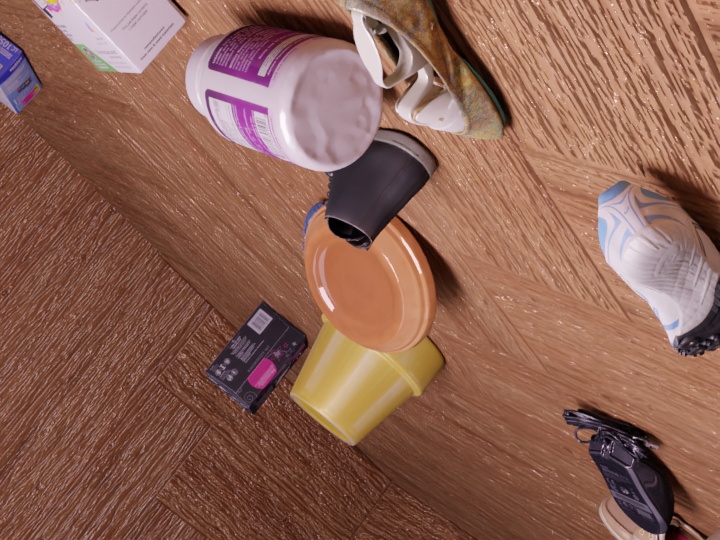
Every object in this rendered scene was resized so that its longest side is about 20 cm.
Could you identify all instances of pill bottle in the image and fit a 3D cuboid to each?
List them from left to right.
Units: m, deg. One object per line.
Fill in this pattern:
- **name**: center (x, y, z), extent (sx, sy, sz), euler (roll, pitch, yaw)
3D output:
- **pill bottle**: center (-0.077, -0.162, 1.050), extent (0.199, 0.113, 0.112), euler (25, 162, 50)

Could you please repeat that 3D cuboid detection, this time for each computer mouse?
- **computer mouse**: center (0.340, 0.244, 1.434), extent (0.138, 0.053, 0.201), euler (20, 146, 54)

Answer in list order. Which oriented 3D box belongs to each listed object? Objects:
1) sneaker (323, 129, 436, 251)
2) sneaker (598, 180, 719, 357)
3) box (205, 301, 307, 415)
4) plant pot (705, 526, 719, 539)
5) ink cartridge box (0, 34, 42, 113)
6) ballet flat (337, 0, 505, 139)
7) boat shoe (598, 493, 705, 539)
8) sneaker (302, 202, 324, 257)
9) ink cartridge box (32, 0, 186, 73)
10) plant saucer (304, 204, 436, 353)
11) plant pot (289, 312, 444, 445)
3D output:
- **sneaker**: center (-0.014, -0.084, 1.152), extent (0.075, 0.107, 0.199), euler (43, 167, -21)
- **sneaker**: center (0.233, 0.001, 0.856), extent (0.200, 0.071, 0.073), euler (43, -157, -45)
- **box**: center (-0.227, 0.194, 2.551), extent (0.132, 0.201, 0.115), euler (36, 167, 10)
- **plant pot**: center (0.387, 0.278, 1.040), extent (0.186, 0.201, 0.188), euler (36, 168, 9)
- **ink cartridge box**: center (-0.665, -0.380, 2.087), extent (0.136, 0.077, 0.200), euler (37, 169, 5)
- **ballet flat**: center (0.042, -0.148, 0.855), extent (0.070, 0.071, 0.200), euler (27, 163, 44)
- **boat shoe**: center (0.416, 0.361, 1.584), extent (0.199, 0.074, 0.070), euler (32, 154, 27)
- **sneaker**: center (0.000, 0.000, 1.479), extent (0.201, 0.077, 0.085), euler (58, -148, 6)
- **ink cartridge box**: center (-0.300, -0.311, 1.238), extent (0.200, 0.084, 0.144), euler (47, 166, -28)
- **plant saucer**: center (0.002, 0.011, 1.378), extent (0.199, 0.037, 0.202), euler (24, 130, 33)
- **plant pot**: center (-0.003, 0.155, 1.783), extent (0.200, 0.190, 0.201), euler (36, 167, 10)
